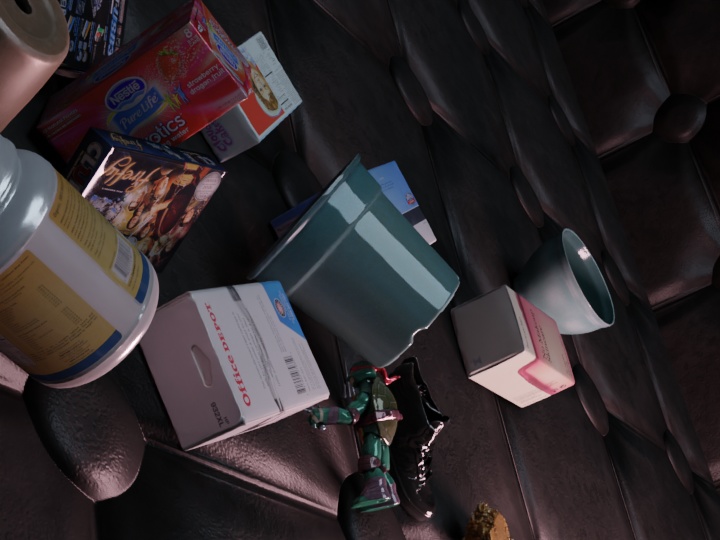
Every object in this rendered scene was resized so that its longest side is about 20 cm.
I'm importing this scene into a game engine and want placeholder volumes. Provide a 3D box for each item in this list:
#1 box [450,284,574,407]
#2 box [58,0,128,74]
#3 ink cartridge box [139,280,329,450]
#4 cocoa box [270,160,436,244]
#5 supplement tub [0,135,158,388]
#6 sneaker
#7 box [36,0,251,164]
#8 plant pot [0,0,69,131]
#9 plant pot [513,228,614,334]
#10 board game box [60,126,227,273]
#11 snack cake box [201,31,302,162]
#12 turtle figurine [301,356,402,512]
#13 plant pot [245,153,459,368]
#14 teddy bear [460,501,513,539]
[{"bbox_3d":[0.252,0.127,2.164,0.200,0.109,0.128,32,38,-52],"label":"box"},{"bbox_3d":[-0.298,-0.308,1.370,0.198,0.050,0.200,-15,114,-77],"label":"box"},{"bbox_3d":[-0.133,0.096,1.394,0.145,0.084,0.200,66,22,7],"label":"ink cartridge box"},{"bbox_3d":[-0.006,-0.053,1.771,0.131,0.133,0.200,62,22,-1],"label":"cocoa box"},{"bbox_3d":[-0.280,-0.010,1.101,0.200,0.145,0.145,49,26,-38],"label":"supplement tub"},{"bbox_3d":[0.072,0.217,1.681,0.200,0.104,0.060,62,22,-3],"label":"sneaker"},{"bbox_3d":[-0.220,-0.177,1.350,0.100,0.200,0.096,53,15,-24],"label":"box"},{"bbox_3d":[-0.348,-0.186,1.127,0.200,0.174,0.200,49,25,-32],"label":"plant pot"},{"bbox_3d":[0.374,0.040,2.495,0.200,0.134,0.200,47,27,-33],"label":"plant pot"},{"bbox_3d":[-0.229,-0.064,1.300,0.035,0.136,0.200,41,15,22],"label":"board game box"},{"bbox_3d":[-0.156,-0.230,1.730,0.115,0.067,0.200,60,23,-12],"label":"snack cake box"},{"bbox_3d":[0.000,0.184,1.580,0.150,0.101,0.200,21,52,-59],"label":"turtle figurine"},{"bbox_3d":[0.000,0.000,1.578,0.196,0.200,0.200,43,25,-5],"label":"plant pot"},{"bbox_3d":[0.188,0.412,1.788,0.200,0.067,0.145,53,33,-38],"label":"teddy bear"}]
